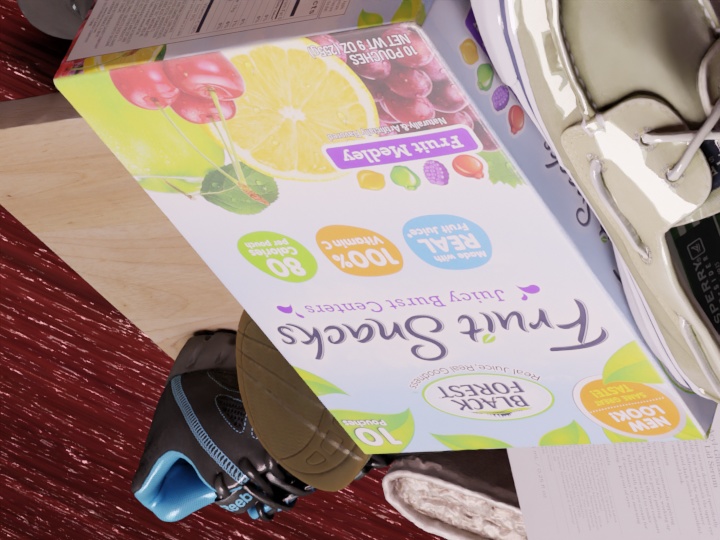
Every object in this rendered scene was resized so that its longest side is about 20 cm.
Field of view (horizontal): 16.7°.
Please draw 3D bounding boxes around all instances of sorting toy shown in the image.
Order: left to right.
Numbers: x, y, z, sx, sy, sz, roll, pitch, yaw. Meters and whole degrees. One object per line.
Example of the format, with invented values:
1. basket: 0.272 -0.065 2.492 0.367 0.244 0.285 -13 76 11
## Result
1. sorting toy: -0.046 -0.029 1.056 0.199 0.070 0.199 -3 141 47

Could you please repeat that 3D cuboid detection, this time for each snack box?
1. snack box: 0.016 -0.020 0.786 0.142 0.053 0.200 -4 139 36

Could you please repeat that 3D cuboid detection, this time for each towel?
1. towel: 0.122 0.102 1.081 0.199 0.133 0.035 21 119 15

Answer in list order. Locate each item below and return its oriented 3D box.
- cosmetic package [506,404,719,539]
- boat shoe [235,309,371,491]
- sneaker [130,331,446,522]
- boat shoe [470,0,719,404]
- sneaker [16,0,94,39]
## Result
1. cosmetic package: 0.108 0.008 0.870 0.150 0.052 0.201 -4 101 50
2. boat shoe: -0.001 -0.001 0.928 0.072 0.066 0.201 28 137 24
3. sneaker: -0.020 0.073 1.045 0.073 0.082 0.200 43 149 -27
4. boat shoe: 0.093 -0.038 0.700 0.200 0.072 0.062 60 171 -33
5. sneaker: -0.075 -0.105 0.910 0.076 0.091 0.200 26 160 -31
